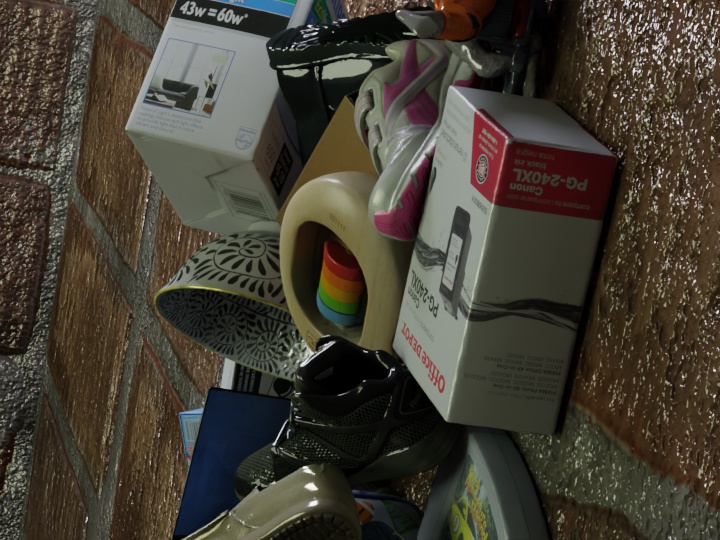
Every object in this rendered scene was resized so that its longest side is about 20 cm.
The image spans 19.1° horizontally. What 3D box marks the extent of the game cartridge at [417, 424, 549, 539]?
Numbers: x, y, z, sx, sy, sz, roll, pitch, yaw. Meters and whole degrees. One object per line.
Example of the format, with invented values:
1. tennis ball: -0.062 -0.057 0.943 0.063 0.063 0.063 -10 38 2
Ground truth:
1. game cartridge: 0.087 0.196 1.492 0.201 0.041 0.134 -109 34 -55

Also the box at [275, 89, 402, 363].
1. box: 0.012 -0.030 1.693 0.164 0.021 0.200 53 149 12

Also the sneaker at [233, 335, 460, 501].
1. sneaker: -0.033 0.107 1.548 0.199 0.114 0.076 -21 28 40

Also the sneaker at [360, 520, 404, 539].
1. sneaker: 0.027 0.279 1.530 0.085 0.076 0.202 31 -135 -82

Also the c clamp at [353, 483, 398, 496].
1. c clamp: -0.003 0.205 1.800 0.200 0.027 0.172 -140 57 -70

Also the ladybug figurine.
1. ladybug figurine: 0.000 0.000 1.643 0.136 0.072 0.201 43 145 22

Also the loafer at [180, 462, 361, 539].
1. loafer: -0.073 0.200 1.541 0.199 0.076 0.069 -27 28 32

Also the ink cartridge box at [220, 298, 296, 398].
1. ink cartridge box: -0.074 0.067 1.977 0.044 0.093 0.202 -138 56 -70

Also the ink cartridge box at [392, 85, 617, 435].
1. ink cartridge box: 0.095 -0.007 1.455 0.145 0.083 0.202 -127 46 -67

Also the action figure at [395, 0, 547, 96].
1. action figure: 0.082 -0.224 1.508 0.193 0.104 0.202 33 -112 -75

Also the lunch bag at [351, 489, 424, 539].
1. lunch bag: -0.023 0.257 1.618 0.076 0.159 0.201 123 149 -53

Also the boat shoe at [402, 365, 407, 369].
1. boat shoe: 0.022 0.111 1.684 0.201 0.065 0.072 149 126 -70

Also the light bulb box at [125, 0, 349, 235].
1. light bulb box: -0.094 -0.154 1.868 0.198 0.124 0.201 65 -138 -65

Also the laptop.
1. laptop: -0.062 0.213 1.734 0.116 0.187 0.200 -44 68 14

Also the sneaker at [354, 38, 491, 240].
1. sneaker: 0.034 -0.098 1.570 0.201 0.087 0.082 -66 -22 -45

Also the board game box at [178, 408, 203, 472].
1. board game box: -0.093 0.222 1.909 0.151 0.036 0.202 -6 93 50

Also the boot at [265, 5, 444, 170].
1. boot: 0.028 -0.119 1.723 0.076 0.199 0.169 -49 -52 -50

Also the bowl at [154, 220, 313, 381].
1. bowl: -0.071 0.018 1.860 0.095 0.199 0.201 -70 12 -18
